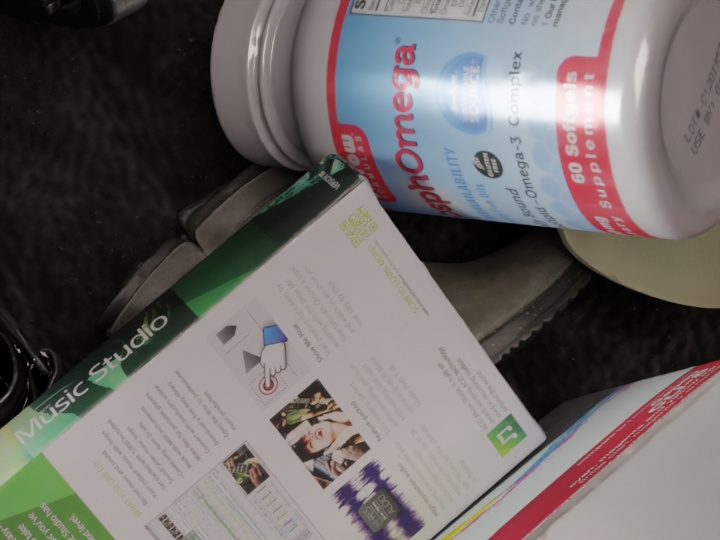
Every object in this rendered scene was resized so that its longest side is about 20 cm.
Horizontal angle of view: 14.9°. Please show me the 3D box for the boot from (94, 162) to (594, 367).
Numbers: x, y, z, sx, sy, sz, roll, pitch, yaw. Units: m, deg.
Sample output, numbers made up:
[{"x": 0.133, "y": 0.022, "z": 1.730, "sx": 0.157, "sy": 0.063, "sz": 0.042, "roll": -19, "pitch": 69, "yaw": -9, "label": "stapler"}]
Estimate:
[{"x": 0.000, "y": 0.000, "z": 1.115, "sx": 0.200, "sy": 0.068, "sz": 0.131, "roll": -37, "pitch": 87, "yaw": -16, "label": "boot"}]

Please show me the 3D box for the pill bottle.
[{"x": 0.045, "y": -0.073, "z": 1.041, "sx": 0.109, "sy": 0.199, "sz": 0.110, "roll": -13, "pitch": 106, "yaw": -55, "label": "pill bottle"}]

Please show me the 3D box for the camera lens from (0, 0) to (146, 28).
[{"x": -0.112, "y": -0.208, "z": 1.061, "sx": 0.159, "sy": 0.160, "sz": 0.201, "roll": 33, "pitch": 77, "yaw": -7, "label": "camera lens"}]

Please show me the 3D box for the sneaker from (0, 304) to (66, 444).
[{"x": -0.117, "y": 0.073, "z": 1.059, "sx": 0.199, "sy": 0.099, "sz": 0.071, "roll": 32, "pitch": 76, "yaw": -9, "label": "sneaker"}]

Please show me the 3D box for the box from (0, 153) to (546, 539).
[{"x": -0.044, "y": 0.073, "z": 1.034, "sx": 0.200, "sy": 0.036, "sz": 0.145, "roll": -40, "pitch": 120, "yaw": -8, "label": "box"}]

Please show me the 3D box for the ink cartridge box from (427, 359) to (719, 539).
[{"x": 0.103, "y": 0.138, "z": 1.052, "sx": 0.144, "sy": 0.200, "sz": 0.146, "roll": -39, "pitch": 94, "yaw": -16, "label": "ink cartridge box"}]

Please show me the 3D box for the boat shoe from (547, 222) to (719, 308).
[{"x": 0.156, "y": -0.025, "z": 1.132, "sx": 0.200, "sy": 0.063, "sz": 0.074, "roll": -4, "pitch": 95, "yaw": -29, "label": "boat shoe"}]
